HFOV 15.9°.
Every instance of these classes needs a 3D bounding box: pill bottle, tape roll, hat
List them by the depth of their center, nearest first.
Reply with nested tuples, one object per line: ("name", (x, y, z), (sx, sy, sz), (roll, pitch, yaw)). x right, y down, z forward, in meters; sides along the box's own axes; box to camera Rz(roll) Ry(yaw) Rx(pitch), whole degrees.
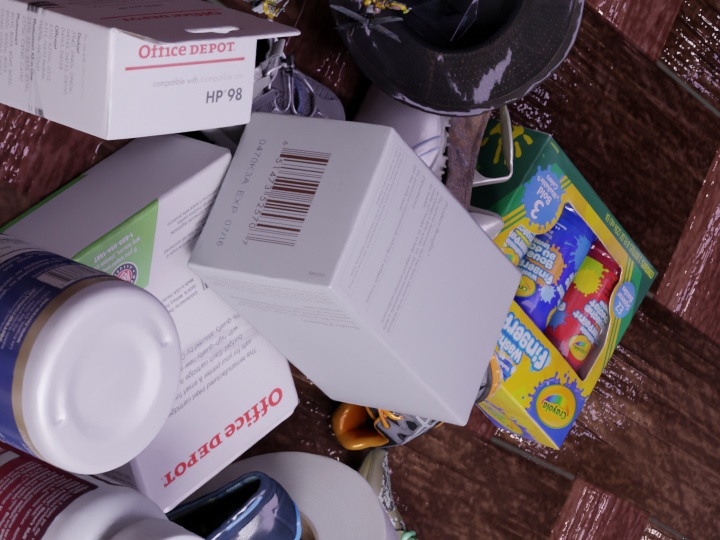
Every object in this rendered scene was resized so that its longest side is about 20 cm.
("pill bottle", (-0.207, 0.039, 1.498), (0.111, 0.199, 0.112), (-18, 117, -41))
("pill bottle", (-0.182, 0.175, 1.574), (0.109, 0.199, 0.110), (-19, 117, -41))
("tape roll", (-0.070, 0.208, 1.710), (0.203, 0.202, 0.037), (-49, 135, -23))
("hat", (0.055, -0.208, 1.769), (0.199, 0.081, 0.202), (-2, 98, -15))

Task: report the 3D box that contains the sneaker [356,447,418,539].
("sneaker", (0.039, 0.226, 1.885), (0.077, 0.088, 0.202), (-2, 85, -81))

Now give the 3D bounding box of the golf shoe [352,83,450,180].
("golf shoe", (-0.002, -0.061, 1.783), (0.097, 0.078, 0.202), (14, 93, -43))

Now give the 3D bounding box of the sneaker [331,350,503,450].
("sneaker", (0.038, 0.080, 1.816), (0.077, 0.079, 0.200), (-25, 164, -26))

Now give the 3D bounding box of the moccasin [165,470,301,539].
("moccasin", (-0.139, 0.184, 1.686), (0.199, 0.081, 0.068), (-29, 134, -5))

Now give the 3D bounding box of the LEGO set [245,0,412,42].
("LEGO set", (-0.016, -0.210, 1.620), (0.199, 0.153, 0.117), (22, 67, -36))

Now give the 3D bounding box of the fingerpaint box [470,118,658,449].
("fingerpaint box", (0.123, 0.012, 1.942), (0.168, 0.073, 0.200), (-58, 137, -15))

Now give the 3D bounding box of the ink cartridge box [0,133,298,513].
("ink cartridge box", (-0.134, 0.034, 1.662), (0.145, 0.084, 0.201), (-36, 127, -33))

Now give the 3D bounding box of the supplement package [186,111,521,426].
("supplement package", (0.000, 0.000, 1.655), (0.200, 0.117, 0.118), (46, 59, -49))

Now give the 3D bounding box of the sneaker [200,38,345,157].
("sneaker", (-0.069, -0.120, 1.661), (0.199, 0.082, 0.075), (17, 54, -49))

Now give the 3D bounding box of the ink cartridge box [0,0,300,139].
("ink cartridge box", (-0.142, -0.125, 1.508), (0.115, 0.199, 0.067), (-10, 112, -45))

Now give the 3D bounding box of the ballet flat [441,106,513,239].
("ballet flat", (0.073, -0.059, 1.834), (0.067, 0.068, 0.202), (13, 82, -11))
